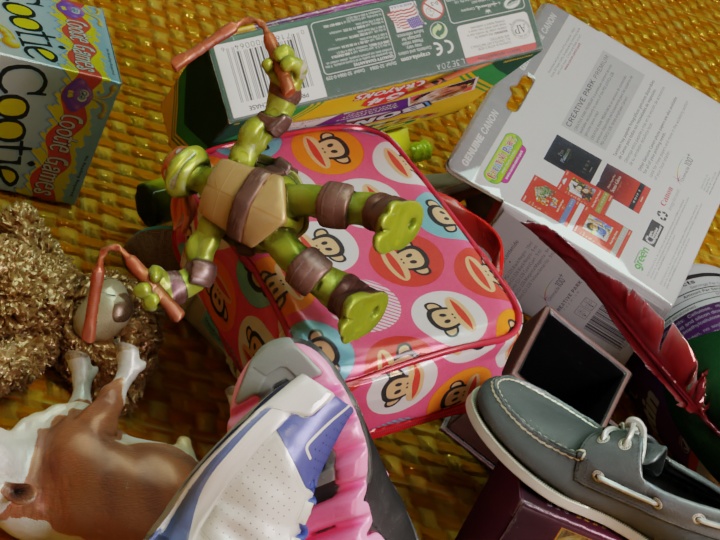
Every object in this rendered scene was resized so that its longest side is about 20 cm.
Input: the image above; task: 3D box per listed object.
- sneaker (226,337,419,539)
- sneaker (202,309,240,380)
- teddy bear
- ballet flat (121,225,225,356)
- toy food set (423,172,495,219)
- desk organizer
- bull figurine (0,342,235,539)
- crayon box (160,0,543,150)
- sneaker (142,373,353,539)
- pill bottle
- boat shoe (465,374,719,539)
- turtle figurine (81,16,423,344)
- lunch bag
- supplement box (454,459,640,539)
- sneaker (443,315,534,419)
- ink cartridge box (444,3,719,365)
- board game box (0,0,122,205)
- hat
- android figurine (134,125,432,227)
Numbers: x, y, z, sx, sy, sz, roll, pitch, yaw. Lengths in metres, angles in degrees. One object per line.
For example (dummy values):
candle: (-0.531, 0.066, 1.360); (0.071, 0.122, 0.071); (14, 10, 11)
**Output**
sneaker: (-0.009, 0.122, 1.077); (0.079, 0.200, 0.095); (-16, 14, 17)
sneaker: (-0.056, 0.055, 1.213); (0.087, 0.075, 0.200); (14, 45, -9)
teddy bear: (-0.209, 0.012, 1.184); (0.200, 0.067, 0.145); (30, 30, 9)
ballet flat: (-0.059, 0.029, 1.299); (0.200, 0.068, 0.072); (19, 45, -22)
toy food set: (0.019, -0.029, 1.411); (0.143, 0.060, 0.200); (-3, 9, 34)
desk organizer: (0.156, 0.118, 1.226); (0.200, 0.077, 0.072); (39, 47, -6)
bull figurine: (-0.125, 0.107, 1.075); (0.200, 0.065, 0.121); (26, 60, -17)
crayon box: (-0.011, -0.119, 1.248); (0.200, 0.173, 0.058); (-14, 85, -16)
sneaker: (-0.055, 0.157, 0.984); (0.115, 0.199, 0.081); (38, -10, -3)
pill bottle: (0.245, 0.072, 1.411); (0.112, 0.112, 0.200); (7, 33, -32)
boat shoe: (0.150, 0.107, 1.087); (0.200, 0.062, 0.073); (34, 29, 15)
turtle figurine: (-0.055, -0.023, 1.083); (0.161, 0.200, 0.064); (28, -1, 24)
lunch bag: (0.000, 0.000, 1.174); (0.176, 0.082, 0.200); (-14, 51, -26)
supplement box: (0.157, 0.183, 1.148); (0.200, 0.110, 0.086); (23, 28, -7)
sneaker: (0.111, 0.083, 1.308); (0.200, 0.085, 0.075); (39, 30, 23)
ink cartridge box: (0.152, -0.063, 1.378); (0.176, 0.084, 0.200); (32, 49, 0)
board game box: (-0.274, -0.130, 1.334); (0.200, 0.105, 0.103); (11, 31, -24)
hat: (0.195, 0.083, 1.255); (0.176, 0.200, 0.166); (2, -9, 14)
android figurine: (-0.046, -0.064, 1.365); (0.200, 0.041, 0.182); (-16, 11, -32)
